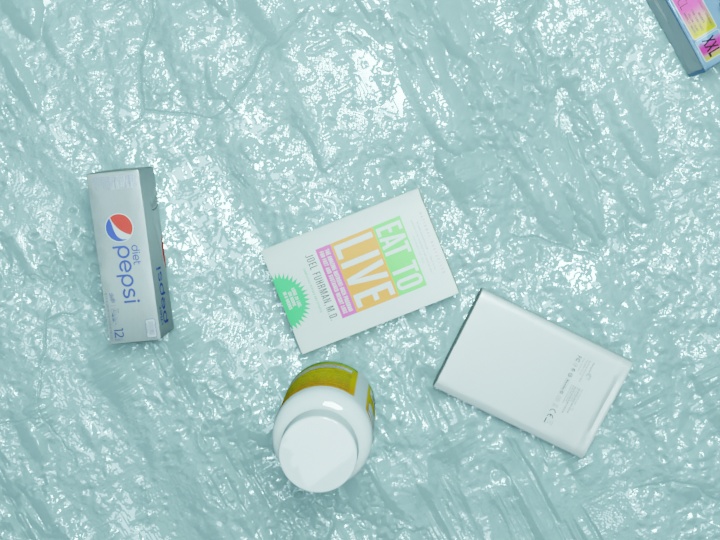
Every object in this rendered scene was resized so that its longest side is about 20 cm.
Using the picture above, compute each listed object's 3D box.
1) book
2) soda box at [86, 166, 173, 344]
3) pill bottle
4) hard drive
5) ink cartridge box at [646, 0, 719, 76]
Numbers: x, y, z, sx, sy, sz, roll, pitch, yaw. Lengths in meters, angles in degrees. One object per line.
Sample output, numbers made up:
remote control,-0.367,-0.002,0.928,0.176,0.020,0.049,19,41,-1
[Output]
book,0.000,0.000,1.179,0.199,0.048,0.134,-22,93,7
soda box,-0.268,-0.019,1.171,0.063,0.068,0.201,-5,97,4
pill bottle,-0.040,0.176,1.122,0.111,0.200,0.112,0,98,2
hard drive,0.205,0.123,1.193,0.199,0.026,0.132,26,98,-1
ink cartridge box,0.425,-0.327,1.099,0.200,0.076,0.137,-31,96,4
